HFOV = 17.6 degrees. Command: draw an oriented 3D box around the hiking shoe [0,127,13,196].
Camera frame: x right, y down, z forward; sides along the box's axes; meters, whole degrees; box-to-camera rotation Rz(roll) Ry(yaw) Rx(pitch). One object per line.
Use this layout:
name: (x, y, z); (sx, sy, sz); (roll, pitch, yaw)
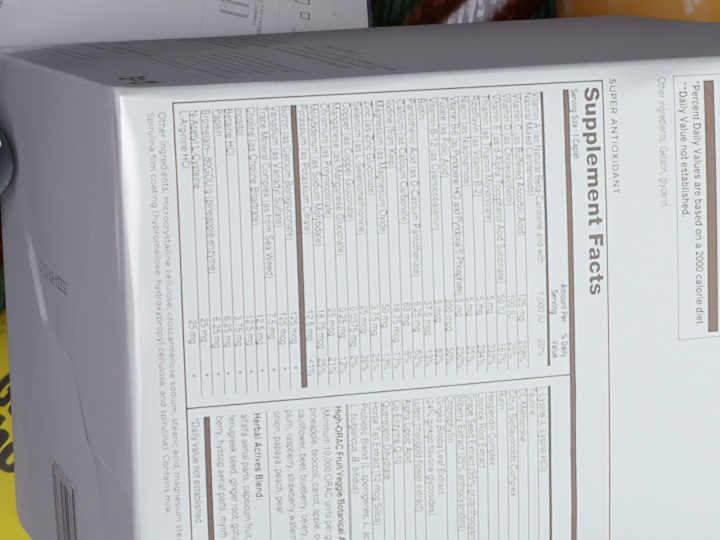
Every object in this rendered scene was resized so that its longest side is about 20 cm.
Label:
hiking shoe: (-0.138, -0.016, 0.652); (0.200, 0.086, 0.075); (81, 14, -71)

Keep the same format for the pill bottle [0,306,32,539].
pill bottle: (-0.085, 0.060, 0.763); (0.200, 0.112, 0.112); (-52, 132, -20)

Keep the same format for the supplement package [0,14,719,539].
supplement package: (0.016, 0.011, 0.625); (0.199, 0.191, 0.148); (-4, 99, -16)

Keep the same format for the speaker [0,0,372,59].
speaker: (-0.093, -0.087, 0.730); (0.199, 0.081, 0.082); (6, 99, -44)

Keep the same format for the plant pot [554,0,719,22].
plant pot: (0.141, -0.126, 0.779); (0.200, 0.200, 0.184); (-30, 110, -34)
